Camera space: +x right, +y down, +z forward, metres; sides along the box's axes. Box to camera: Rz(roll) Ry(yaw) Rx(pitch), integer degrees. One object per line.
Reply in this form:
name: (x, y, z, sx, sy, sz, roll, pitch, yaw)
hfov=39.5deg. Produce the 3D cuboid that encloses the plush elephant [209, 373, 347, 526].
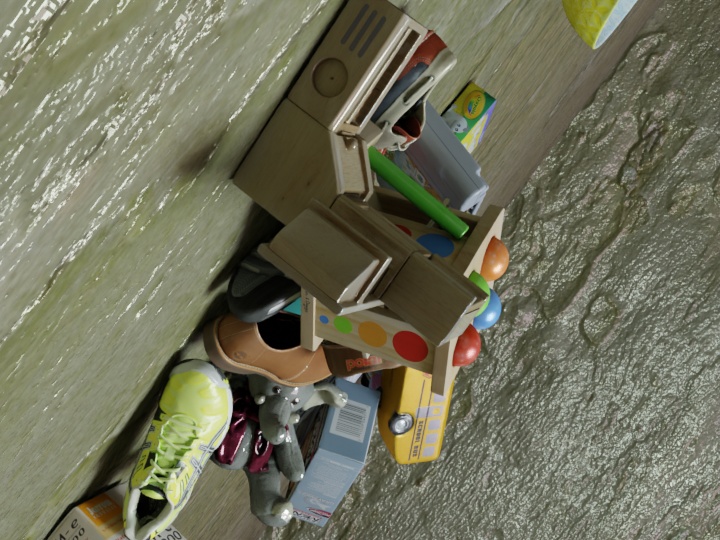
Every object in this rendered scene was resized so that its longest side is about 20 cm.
plush elephant: (-0.106, 0.154, 1.078, 0.155, 0.164, 0.201, -43, -151, 42)

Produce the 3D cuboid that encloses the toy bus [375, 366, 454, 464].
toy bus: (0.066, 0.130, 1.181, 0.065, 0.078, 0.201, -123, -144, -55)

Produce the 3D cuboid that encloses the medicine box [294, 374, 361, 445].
medicine box: (-0.072, 0.135, 1.327, 0.200, 0.103, 0.182, -47, 169, -28)

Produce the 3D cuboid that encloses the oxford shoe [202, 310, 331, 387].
oxford shoe: (-0.064, 0.074, 1.000, 0.071, 0.072, 0.200, -21, 163, 29)

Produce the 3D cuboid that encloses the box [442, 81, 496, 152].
box: (0.095, -0.140, 1.307, 0.200, 0.048, 0.117, -48, 170, -18)

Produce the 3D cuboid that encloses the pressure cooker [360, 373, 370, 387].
pressure cooker: (0.100, 0.268, 2.483, 0.201, 0.178, 0.176, -56, 173, 16)

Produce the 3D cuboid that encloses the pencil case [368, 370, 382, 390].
pencil case: (0.050, 0.076, 1.239, 0.091, 0.083, 0.201, -120, -155, -57)

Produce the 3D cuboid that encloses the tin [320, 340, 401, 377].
tin: (0.027, 0.061, 1.016, 0.111, 0.042, 0.200, -9, -170, 16)

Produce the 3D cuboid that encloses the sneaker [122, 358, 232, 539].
sneaker: (-0.175, 0.177, 0.960, 0.076, 0.075, 0.201, -78, -172, -67)

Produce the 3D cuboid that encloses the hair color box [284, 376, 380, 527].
hair color box: (-0.038, 0.226, 1.228, 0.200, 0.060, 0.099, 115, -8, -52)

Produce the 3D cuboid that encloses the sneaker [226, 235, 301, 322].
sneaker: (-0.045, 0.008, 0.962, 0.200, 0.075, 0.116, -47, 146, -34)

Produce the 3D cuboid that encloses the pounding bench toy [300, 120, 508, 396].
pounding bench toy: (0.045, -0.020, 0.854, 0.124, 0.155, 0.201, -53, 154, -47)

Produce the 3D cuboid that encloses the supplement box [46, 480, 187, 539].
supplement box: (-0.211, 0.315, 1.005, 0.074, 0.200, 0.126, -50, 173, 7)

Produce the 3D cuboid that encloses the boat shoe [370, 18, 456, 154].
boat shoe: (0.030, -0.143, 0.910, 0.071, 0.062, 0.200, -49, 172, -34)

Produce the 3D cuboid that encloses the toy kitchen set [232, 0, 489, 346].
toy kitchen set: (0.024, -0.072, 0.705, 0.181, 0.200, 0.163, -55, 167, 13)

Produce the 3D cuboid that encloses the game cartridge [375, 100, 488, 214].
game cartridge: (0.066, -0.096, 1.039, 0.041, 0.133, 0.200, -38, 169, -14)

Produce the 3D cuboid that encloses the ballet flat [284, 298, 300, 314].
ballet flat: (-0.039, 0.003, 1.142, 0.201, 0.069, 0.069, -57, 170, 18)

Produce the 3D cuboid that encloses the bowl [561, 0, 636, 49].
bowl: (0.301, -0.383, 1.215, 0.200, 0.107, 0.200, -50, 171, -11)
